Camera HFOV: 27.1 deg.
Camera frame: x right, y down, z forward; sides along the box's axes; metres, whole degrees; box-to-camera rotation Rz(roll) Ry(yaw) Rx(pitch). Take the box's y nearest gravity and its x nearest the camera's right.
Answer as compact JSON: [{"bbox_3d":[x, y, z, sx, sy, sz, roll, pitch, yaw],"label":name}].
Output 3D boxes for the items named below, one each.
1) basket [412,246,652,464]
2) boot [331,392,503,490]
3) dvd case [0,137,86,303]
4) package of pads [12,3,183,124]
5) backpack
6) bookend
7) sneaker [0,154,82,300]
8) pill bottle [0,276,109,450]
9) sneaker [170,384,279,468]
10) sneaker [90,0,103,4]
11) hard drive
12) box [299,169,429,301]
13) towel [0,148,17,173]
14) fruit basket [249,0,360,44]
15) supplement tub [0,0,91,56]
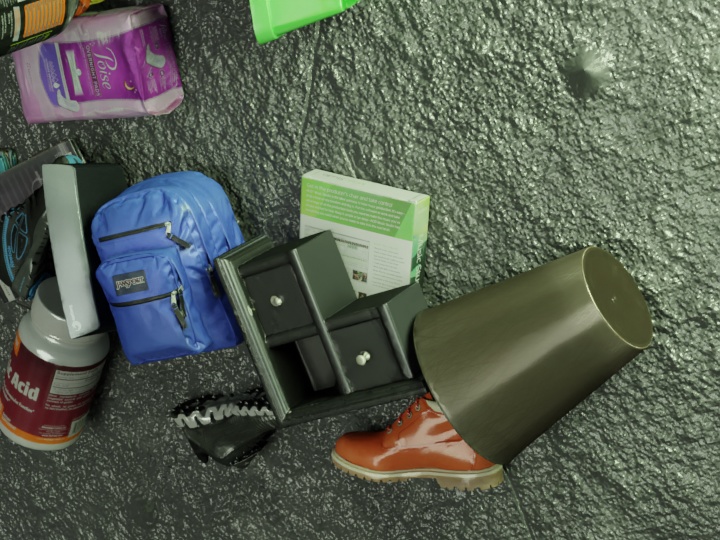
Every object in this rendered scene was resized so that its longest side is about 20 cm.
[{"bbox_3d":[0.180,0.073,1.492,0.200,0.136,0.181,-33,84,32],"label":"basket"},{"bbox_3d":[0.058,0.177,1.642,0.199,0.075,0.108,-1,104,23],"label":"boot"},{"bbox_3d":[-0.397,-0.059,1.841,0.199,0.016,0.149,-22,97,26],"label":"dvd case"},{"bbox_3d":[-0.306,-0.233,1.705,0.199,0.076,0.121,0,110,31],"label":"package of pads"},{"bbox_3d":[-0.209,-0.005,1.676,0.162,0.168,0.201,-12,100,22],"label":"backpack"},{"bbox_3d":[-0.024,0.044,1.582,0.199,0.092,0.200,-16,99,34],"label":"bookend"},{"bbox_3d":[-0.394,-0.060,1.789,0.082,0.073,0.201,33,115,9],"label":"sneaker"},{"bbox_3d":[-0.377,0.114,1.851,0.114,0.114,0.201,33,121,17],"label":"pill bottle"},{"bbox_3d":[-0.133,0.188,1.763,0.199,0.066,0.091,-11,105,37],"label":"sneaker"},{"bbox_3d":[-0.290,-0.337,1.668,0.199,0.074,0.085,13,120,37],"label":"sneaker"},{"bbox_3d":[-0.304,-0.028,1.730,0.042,0.135,0.201,-9,90,25],"label":"hard drive"},{"bbox_3d":[0.000,0.000,1.630,0.144,0.036,0.201,15,116,26],"label":"box"},{"bbox_3d":[-0.512,-0.085,1.917,0.199,0.022,0.148,4,109,30],"label":"towel"},{"bbox_3d":[-0.111,-0.337,1.517,0.214,0.156,0.217,4,108,11],"label":"fruit basket"},{"bbox_3d":[-0.389,-0.290,1.583,0.122,0.200,0.123,20,124,33],"label":"supplement tub"}]
